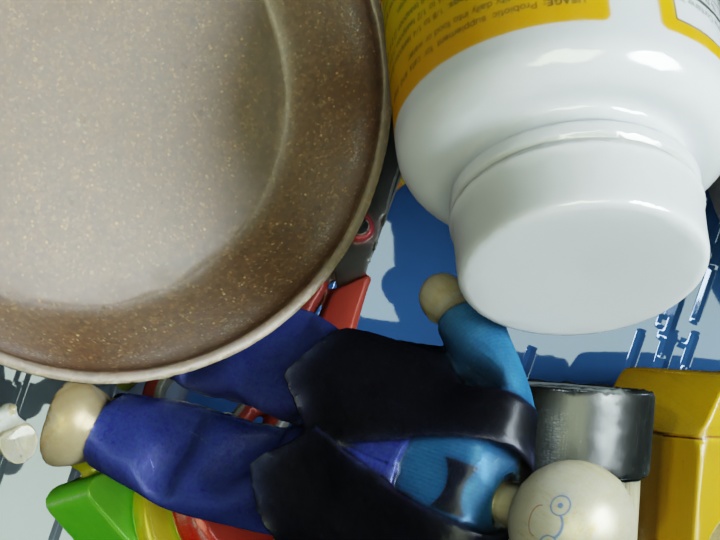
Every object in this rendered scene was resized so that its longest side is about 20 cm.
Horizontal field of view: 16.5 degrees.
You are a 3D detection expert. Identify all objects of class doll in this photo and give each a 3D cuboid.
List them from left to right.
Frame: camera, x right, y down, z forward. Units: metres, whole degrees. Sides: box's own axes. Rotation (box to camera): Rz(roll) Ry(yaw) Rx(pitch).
[{"bbox_3d":[-0.005,0.062,0.795,0.199,0.048,0.137,14,82,25],"label":"doll"}]

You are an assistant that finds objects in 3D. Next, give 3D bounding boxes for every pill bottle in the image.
[{"bbox_3d":[0.061,-0.085,0.801,0.109,0.109,0.201,-3,59,-2],"label":"pill bottle"}]

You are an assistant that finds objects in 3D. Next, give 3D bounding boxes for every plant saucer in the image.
[{"bbox_3d":[-0.088,-0.063,0.791,0.199,0.037,0.202,4,80,-23],"label":"plant saucer"}]

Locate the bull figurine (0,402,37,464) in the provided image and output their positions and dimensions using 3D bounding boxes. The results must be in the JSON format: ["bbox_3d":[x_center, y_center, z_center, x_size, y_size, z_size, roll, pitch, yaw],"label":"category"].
[{"bbox_3d":[-0.157,0.033,0.851,0.065,0.121,0.201,-17,101,-30],"label":"bull figurine"}]

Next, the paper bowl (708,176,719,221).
[{"bbox_3d":[0.168,-0.078,0.831,0.104,0.201,0.202,-4,91,0],"label":"paper bowl"}]

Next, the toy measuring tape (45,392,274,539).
[{"bbox_3d":[-0.040,0.116,0.900,0.073,0.074,0.200,-39,108,-2],"label":"toy measuring tape"}]

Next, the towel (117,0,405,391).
[{"bbox_3d":[-0.033,-0.048,0.916,0.200,0.018,0.086,-37,88,-1],"label":"towel"}]

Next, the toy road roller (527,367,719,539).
[{"bbox_3d":[0.079,0.094,0.885,0.199,0.146,0.124,4,90,-40],"label":"toy road roller"}]

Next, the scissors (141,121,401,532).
[{"bbox_3d":[0.000,0.000,0.876,0.073,0.014,0.200,34,73,10],"label":"scissors"}]
